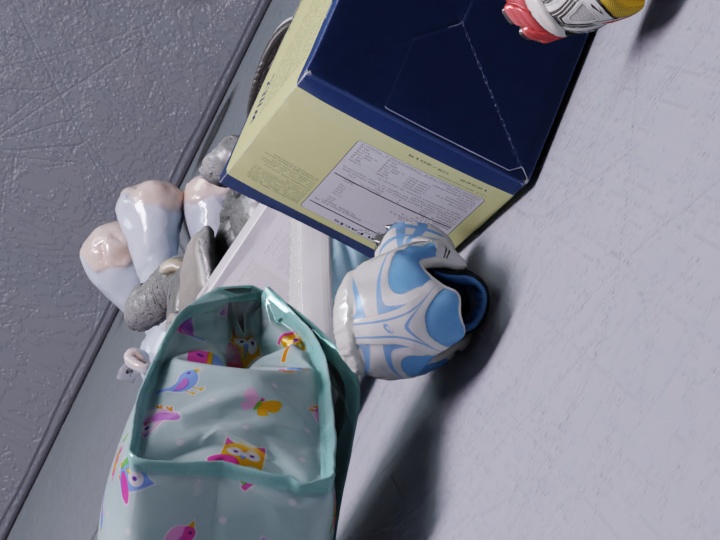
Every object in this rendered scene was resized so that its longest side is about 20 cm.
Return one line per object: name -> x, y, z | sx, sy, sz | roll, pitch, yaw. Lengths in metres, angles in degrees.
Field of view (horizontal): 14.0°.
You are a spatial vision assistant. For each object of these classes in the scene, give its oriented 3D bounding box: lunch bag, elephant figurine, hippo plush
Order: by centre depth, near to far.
lunch bag -> -0.068, 0.119, 1.464 | 0.200, 0.121, 0.171 | -90, 8, -65
elephant figurine -> -0.077, 0.013, 1.958 | 0.200, 0.141, 0.155 | -54, -4, 20
hippo plush -> -0.141, 0.032, 2.179 | 0.201, 0.159, 0.161 | -60, 8, 20

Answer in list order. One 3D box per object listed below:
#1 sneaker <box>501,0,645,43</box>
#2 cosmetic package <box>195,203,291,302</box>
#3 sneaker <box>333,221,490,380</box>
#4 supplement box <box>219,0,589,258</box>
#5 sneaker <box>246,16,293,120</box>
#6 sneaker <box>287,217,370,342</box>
sneaker -> 0.146, -0.194, 1.425 | 0.082, 0.078, 0.201 | 3, 59, 52
cosmetic package -> -0.020, -0.031, 1.817 | 0.200, 0.082, 0.051 | -55, 6, 20
sneaker -> 0.035, 0.016, 1.505 | 0.200, 0.072, 0.072 | -48, -42, -77
supplement box -> 0.038, -0.130, 1.631 | 0.201, 0.134, 0.200 | -66, 9, -21
sneaker -> -0.035, -0.104, 2.090 | 0.121, 0.083, 0.201 | -79, -6, -63
sneaker -> 0.000, 0.000, 1.728 | 0.074, 0.081, 0.202 | 133, 138, -80
